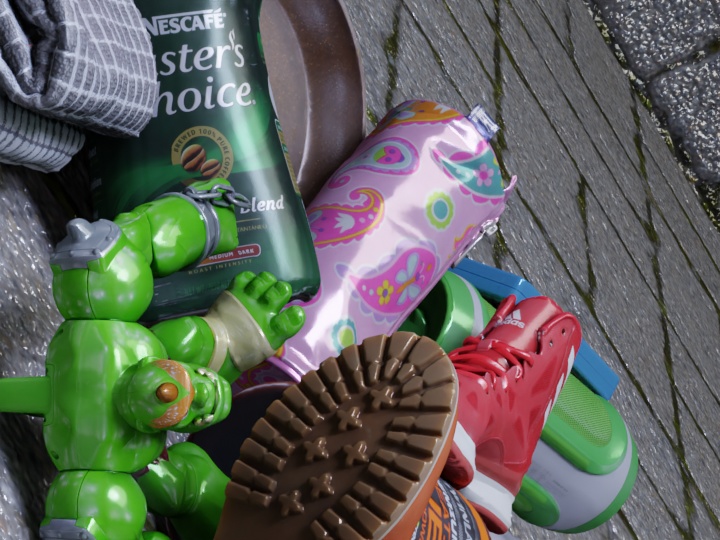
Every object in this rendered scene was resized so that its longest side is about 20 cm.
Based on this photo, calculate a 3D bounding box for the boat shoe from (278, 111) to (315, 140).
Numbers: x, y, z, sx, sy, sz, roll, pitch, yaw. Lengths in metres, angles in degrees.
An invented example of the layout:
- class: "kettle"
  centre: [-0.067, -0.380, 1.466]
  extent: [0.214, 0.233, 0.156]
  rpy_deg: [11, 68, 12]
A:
- class: "boat shoe"
  centre: [-0.094, -0.087, 1.514]
  extent: [0.200, 0.072, 0.071]
  rpy_deg: [35, -4, -41]

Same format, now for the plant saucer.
- class: "plant saucer"
  centre: [-0.075, -0.083, 1.446]
  extent: [0.200, 0.034, 0.202]
  rpy_deg: [1, 88, -47]

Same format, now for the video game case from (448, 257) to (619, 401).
- class: "video game case"
  centre: [0.039, 0.011, 1.632]
  extent: [0.199, 0.018, 0.143]
  rpy_deg: [21, -14, 35]

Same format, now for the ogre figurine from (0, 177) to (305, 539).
- class: "ogre figurine"
  centre: [-0.088, 0.059, 1.180]
  extent: [0.098, 0.201, 0.120]
  rpy_deg: [19, 3, 31]

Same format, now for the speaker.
- class: "speaker"
  centre: [0.073, 0.072, 1.559]
  extent: [0.200, 0.088, 0.089]
  rpy_deg: [39, 26, -44]

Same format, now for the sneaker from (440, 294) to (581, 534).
- class: "sneaker"
  centre: [0.050, 0.049, 1.408]
  extent: [0.078, 0.116, 0.200]
  rpy_deg: [20, -14, 17]

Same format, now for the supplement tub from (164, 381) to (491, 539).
- class: "supplement tub"
  centre: [-0.003, 0.131, 1.329]
  extent: [0.200, 0.107, 0.107]
  rpy_deg: [41, 25, -56]

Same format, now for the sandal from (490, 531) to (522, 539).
- class: "sandal"
  centre: [0.045, 0.149, 1.549]
  extent: [0.207, 0.059, 0.079]
  rpy_deg: [45, 7, -6]

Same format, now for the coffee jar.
- class: "coffee jar"
  centre: [-0.085, -0.076, 1.328]
  extent: [0.085, 0.104, 0.201]
  rpy_deg: [142, -63, -83]

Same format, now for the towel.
- class: "towel"
  centre: [-0.163, -0.147, 1.215]
  extent: [0.201, 0.085, 0.166]
  rpy_deg: [66, 9, 4]

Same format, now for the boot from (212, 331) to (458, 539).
- class: "boot"
  centre: [-0.013, 0.121, 1.173]
  extent: [0.075, 0.201, 0.107]
  rpy_deg: [30, -2, 31]

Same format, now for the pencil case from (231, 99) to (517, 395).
- class: "pencil case"
  centre: [0.000, 0.000, 1.442]
  extent: [0.200, 0.087, 0.088]
  rpy_deg: [-51, 118, -33]
